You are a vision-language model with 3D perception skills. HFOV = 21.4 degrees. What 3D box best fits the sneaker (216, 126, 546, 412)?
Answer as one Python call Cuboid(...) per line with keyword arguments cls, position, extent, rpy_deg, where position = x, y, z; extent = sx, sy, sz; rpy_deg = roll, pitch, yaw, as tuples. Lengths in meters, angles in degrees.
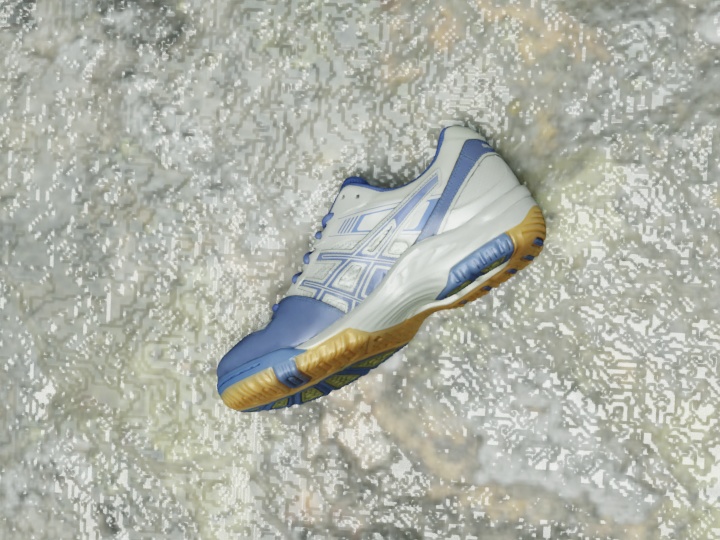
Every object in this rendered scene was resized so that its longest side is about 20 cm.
Cuboid(cls="sneaker", position=(0.000, 0.000, 1.031), extent=(0.199, 0.075, 0.089), rpy_deg=(-32, 75, 3))
